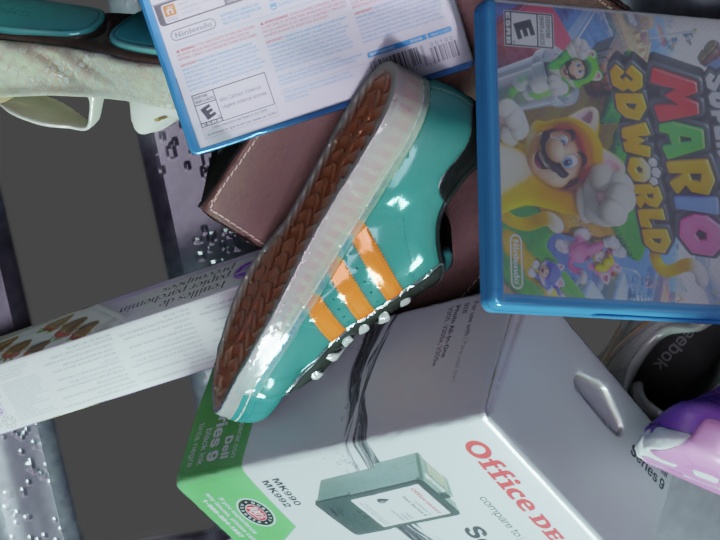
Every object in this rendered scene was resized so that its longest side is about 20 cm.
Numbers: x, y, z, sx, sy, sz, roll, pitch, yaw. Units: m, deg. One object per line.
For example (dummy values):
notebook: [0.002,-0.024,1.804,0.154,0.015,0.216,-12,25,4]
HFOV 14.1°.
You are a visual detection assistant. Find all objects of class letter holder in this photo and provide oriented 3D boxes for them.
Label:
letter holder: [0.034,-0.086,1.450,0.142,0.101,0.200,32,105,-9]

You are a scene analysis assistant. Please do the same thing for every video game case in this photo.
video game case: [0.149,-0.048,1.367,0.199,0.018,0.144,3,78,-21]
video game case: [-0.042,-0.168,1.358,0.142,0.018,0.201,-17,108,3]

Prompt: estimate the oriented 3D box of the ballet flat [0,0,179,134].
ballet flat: [-0.121,-0.100,1.457,0.199,0.067,0.063,9,120,25]

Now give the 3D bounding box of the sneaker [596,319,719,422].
sneaker: [0.134,0.080,1.497,0.075,0.092,0.201,30,106,-6]

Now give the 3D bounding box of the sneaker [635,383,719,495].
sneaker: [0.195,0.069,1.412,0.080,0.200,0.089,25,94,21]

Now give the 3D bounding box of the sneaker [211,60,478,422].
sneaker: [0.000,0.000,1.389,0.080,0.072,0.201,24,115,-19]

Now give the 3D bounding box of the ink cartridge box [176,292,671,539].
ink cartridge box: [0.033,0.097,1.445,0.199,0.084,0.146,-15,132,38]

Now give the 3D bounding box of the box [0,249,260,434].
box: [-0.121,0.038,1.496,0.199,0.039,0.042,-19,113,24]
